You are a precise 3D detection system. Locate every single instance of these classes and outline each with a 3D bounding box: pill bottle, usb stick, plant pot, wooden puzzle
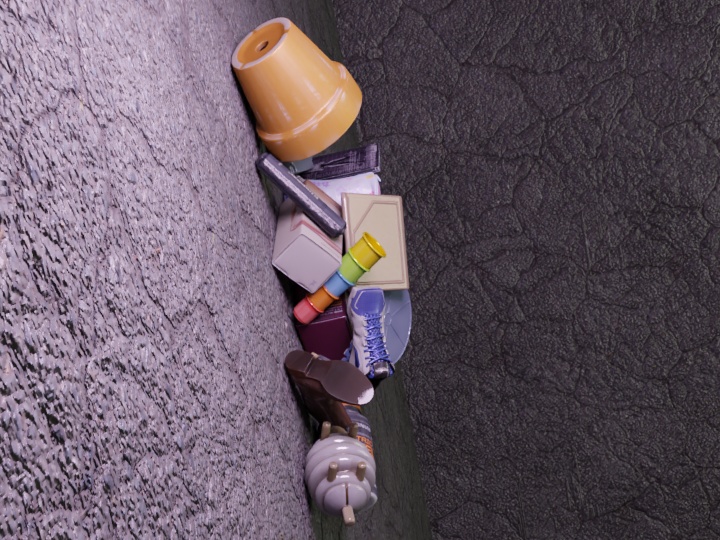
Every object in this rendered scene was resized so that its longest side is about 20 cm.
[{"bbox_3d":[-0.028,0.341,1.619,0.107,0.104,0.203,71,10,-53],"label":"pill bottle"},{"bbox_3d":[-0.104,-0.134,1.531,0.199,0.033,0.056,42,23,-5],"label":"usb stick"},{"bbox_3d":[-0.125,-0.328,1.505,0.184,0.197,0.202,52,23,-39],"label":"plant pot"},{"bbox_3d":[0.025,-0.054,1.676,0.198,0.037,0.189,-1,85,-52],"label":"wooden puzzle"}]

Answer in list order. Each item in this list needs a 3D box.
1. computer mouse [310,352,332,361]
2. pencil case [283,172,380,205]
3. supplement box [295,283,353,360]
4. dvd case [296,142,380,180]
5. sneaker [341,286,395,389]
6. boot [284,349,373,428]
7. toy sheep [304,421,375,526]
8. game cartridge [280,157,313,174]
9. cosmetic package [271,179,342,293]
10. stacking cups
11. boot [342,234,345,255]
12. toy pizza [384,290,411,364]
[{"bbox_3d":[-0.061,0.206,1.600,0.200,0.108,0.045,103,7,-70],"label":"computer mouse"},{"bbox_3d":[-0.055,-0.148,1.749,0.083,0.196,0.093,79,9,-81],"label":"pencil case"},{"bbox_3d":[-0.068,0.063,1.707,0.132,0.101,0.202,74,8,-47],"label":"supplement box"},{"bbox_3d":[-0.054,-0.221,1.839,0.149,0.196,0.016,-88,165,-63],"label":"dvd case"},{"bbox_3d":[0.025,0.137,1.574,0.115,0.079,0.203,40,-51,55],"label":"sneaker"},{"bbox_3d":[-0.036,0.233,1.503,0.064,0.184,0.202,-48,144,-27],"label":"boot"},{"bbox_3d":[-0.034,0.344,1.458,0.201,0.135,0.140,-98,174,-55],"label":"toy sheep"},{"bbox_3d":[-0.145,-0.259,1.730,0.200,0.041,0.135,-48,116,-77],"label":"game cartridge"},{"bbox_3d":[-0.094,-0.067,1.588,0.103,0.087,0.201,37,27,-23],"label":"cosmetic package"},{"bbox_3d":[-0.039,0.022,1.563,0.060,0.200,0.061,40,15,-13],"label":"stacking cups"},{"bbox_3d":[0.000,0.000,1.741,0.138,0.076,0.204,-25,108,-69],"label":"boot"},{"bbox_3d":[0.043,0.098,1.743,0.199,0.031,0.205,-3,94,-56],"label":"toy pizza"}]
